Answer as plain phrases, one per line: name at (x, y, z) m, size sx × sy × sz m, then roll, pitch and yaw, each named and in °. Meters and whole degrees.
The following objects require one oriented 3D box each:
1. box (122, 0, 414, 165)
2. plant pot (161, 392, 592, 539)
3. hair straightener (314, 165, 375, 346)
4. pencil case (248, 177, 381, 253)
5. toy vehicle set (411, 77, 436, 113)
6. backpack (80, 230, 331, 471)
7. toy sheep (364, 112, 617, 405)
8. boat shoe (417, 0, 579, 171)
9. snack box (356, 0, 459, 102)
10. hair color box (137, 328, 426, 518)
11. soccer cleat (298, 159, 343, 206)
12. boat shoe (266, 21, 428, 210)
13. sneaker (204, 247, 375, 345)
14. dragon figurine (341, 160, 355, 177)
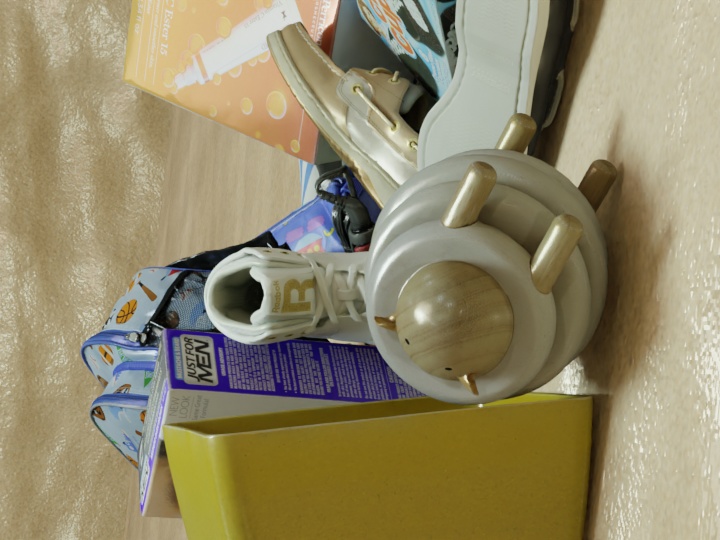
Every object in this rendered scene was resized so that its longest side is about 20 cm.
box at (-0.064, -0.169, 1.345) m, size 0.200 × 0.097 × 0.125 m, roll 25°, pitch 115°, yaw 35°
plant pot at (0.009, 0.162, 1.014) m, size 0.200 × 0.199 × 0.177 m, roll 166°, pitch 99°, yaw -77°
hair straightener at (0.000, 0.000, 1.250) m, size 0.200 × 0.041 × 0.077 m, roll 66°, pitch 178°, yaw -46°
pencil case at (-0.055, 0.001, 1.423) m, size 0.200 × 0.087 × 0.078 m, roll -31°, pitch 5°, yaw 28°
toy vehicle set at (0.053, -0.104, 1.306) m, size 0.124 × 0.026 × 0.201 m, roll 122°, pitch 153°, yaw -63°
backpack at (-0.099, 0.082, 1.317) m, size 0.190 × 0.200 × 0.154 m, roll 13°, pitch 53°, yaw 49°
toy sheep at (0.067, -0.002, 0.964) m, size 0.200 × 0.138 × 0.138 m, roll -39°, pitch -35°, yaw -62°
boat shoe at (0.082, -0.106, 1.093) m, size 0.060 × 0.074 × 0.200 m, roll -33°, pitch -38°, yaw -41°
snack box at (0.030, -0.179, 1.131) m, size 0.116 × 0.037 × 0.200 m, roll 51°, pitch 172°, yaw 26°
hair color box at (-0.034, 0.103, 1.183) m, size 0.065 × 0.199 × 0.110 m, roll -101°, pitch 21°, yaw -52°
soccer cleat at (-0.015, -0.047, 1.536) m, size 0.086 × 0.070 × 0.200 m, roll 82°, pitch -175°, yaw -53°
boat shoe at (0.017, -0.092, 1.207) m, size 0.200 × 0.069 × 0.074 m, roll 52°, pitch -175°, yaw 18°
sneaker at (-0.003, 0.020, 1.114) m, size 0.200 × 0.115 × 0.074 m, roll -3°, pitch 91°, yaw 43°
dragon figurine at (0.003, -0.135, 1.427) m, size 0.099 × 0.059 × 0.201 m, roll -6°, pitch 100°, yaw 45°
